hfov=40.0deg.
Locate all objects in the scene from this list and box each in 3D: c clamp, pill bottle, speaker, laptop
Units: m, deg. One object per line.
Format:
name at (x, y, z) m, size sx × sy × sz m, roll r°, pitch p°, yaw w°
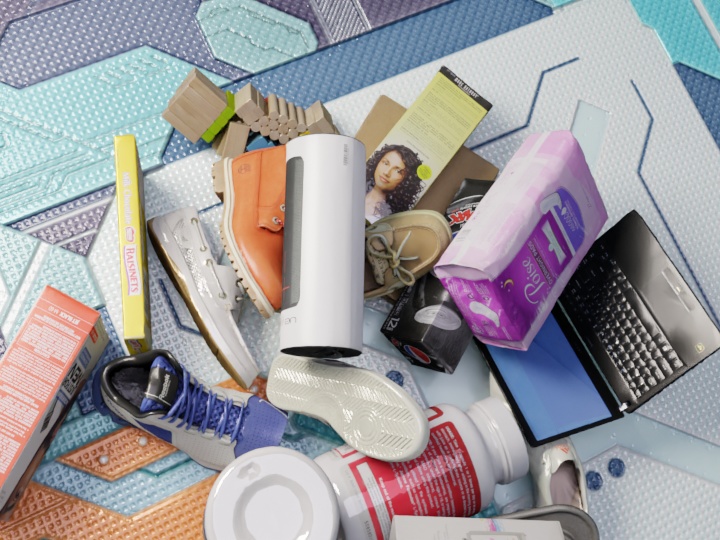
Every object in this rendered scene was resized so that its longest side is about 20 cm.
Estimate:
c clamp at (0.164, 0.308, 0.970) m, size 0.196 × 0.027 × 0.174 m, roll -5°, pitch 113°, yaw -2°
pill bottle at (0.059, 0.200, 0.969) m, size 0.197 × 0.112 × 0.114 m, roll -20°, pitch 79°, yaw -15°
speaker at (-0.034, -0.020, 0.930) m, size 0.080 × 0.081 × 0.204 m, roll 3°, pitch 78°, yaw -10°
laptop at (0.232, 0.055, 1.015) m, size 0.103 × 0.200 × 0.179 m, roll 16°, pitch 39°, yaw -49°
pill bottle at (-0.086, 0.226, 0.888) m, size 0.112 × 0.200 × 0.116 m, roll 3°, pitch 73°, yaw -9°

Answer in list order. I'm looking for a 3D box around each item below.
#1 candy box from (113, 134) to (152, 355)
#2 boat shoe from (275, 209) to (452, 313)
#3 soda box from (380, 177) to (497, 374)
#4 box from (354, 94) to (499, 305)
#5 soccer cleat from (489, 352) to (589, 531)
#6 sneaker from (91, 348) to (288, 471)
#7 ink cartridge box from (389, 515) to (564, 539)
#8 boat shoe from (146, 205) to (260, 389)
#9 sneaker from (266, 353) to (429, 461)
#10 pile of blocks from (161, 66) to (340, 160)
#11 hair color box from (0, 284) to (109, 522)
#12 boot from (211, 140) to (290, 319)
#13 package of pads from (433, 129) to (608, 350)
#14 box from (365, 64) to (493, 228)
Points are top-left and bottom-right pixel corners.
candy box at (-0.226, -0.021, 0.982) m, size 0.026 × 0.102 × 0.204 m, roll -3°, pitch 75°, yaw -11°
boat shoe at (0.000, 0.000, 0.995) m, size 0.197 × 0.063 × 0.074 m, roll -24°, pitch 99°, yaw 16°
soda box at (0.103, 0.003, 1.037) m, size 0.071 × 0.063 × 0.202 m, roll 46°, pitch 66°, yaw -39°
box at (0.042, -0.073, 1.088) m, size 0.162 × 0.021 × 0.202 m, roll 32°, pitch 71°, yaw -2°
soccer cleat at (0.190, 0.177, 1.018) m, size 0.068 × 0.078 × 0.203 m, roll -15°, pitch 78°, yaw -14°
sneaker at (-0.168, 0.133, 0.943) m, size 0.196 × 0.115 × 0.082 m, roll 20°, pitch 73°, yaw -5°
ink cartridge box at (0.122, 0.291, 0.904) m, size 0.196 × 0.118 × 0.068 m, roll 4°, pitch 33°, yaw -6°
boat shoe at (-0.145, 0.021, 1.001) m, size 0.069 × 0.071 × 0.202 m, roll -27°, pitch 79°, yaw -17°
sneaker at (0.002, 0.126, 0.950) m, size 0.084 × 0.198 × 0.076 m, roll 15°, pitch 95°, yaw -49°
pile of blocks at (-0.114, -0.162, 1.073) m, size 0.197 × 0.083 × 0.062 m, roll 15°, pitch 29°, yaw -16°
hair color box at (-0.311, 0.126, 0.920) m, size 0.063 × 0.111 × 0.202 m, roll 27°, pitch 72°, yaw -1°
boot at (-0.085, -0.049, 0.988) m, size 0.105 × 0.075 × 0.202 m, roll -18°, pitch 55°, yaw 6°
package of pads at (0.168, -0.033, 0.998) m, size 0.201 × 0.075 × 0.121 m, roll -52°, pitch 125°, yaw -25°
box at (0.056, -0.123, 1.066) m, size 0.075 × 0.050 × 0.201 m, roll 37°, pitch 71°, yaw 0°
